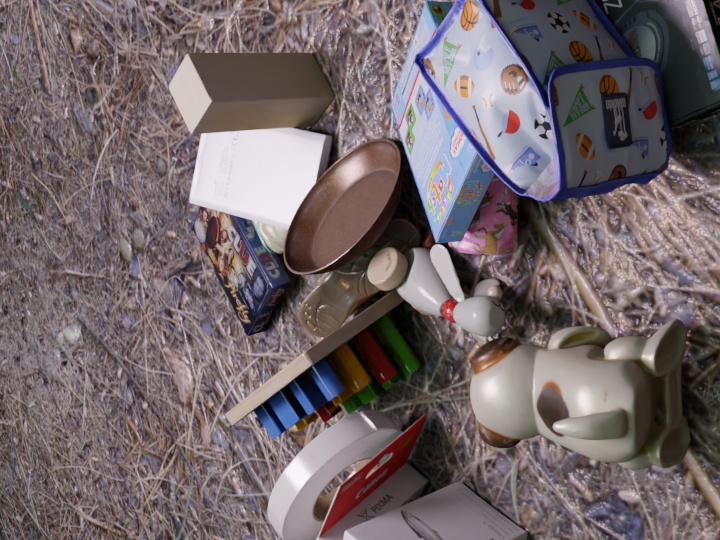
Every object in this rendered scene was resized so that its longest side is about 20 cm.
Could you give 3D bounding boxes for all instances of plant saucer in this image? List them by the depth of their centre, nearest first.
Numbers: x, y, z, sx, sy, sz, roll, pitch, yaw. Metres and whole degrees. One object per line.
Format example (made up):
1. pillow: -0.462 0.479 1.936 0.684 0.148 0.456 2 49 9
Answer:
1. plant saucer: -0.014 -0.071 1.238 0.199 0.037 0.202 -36 31 26

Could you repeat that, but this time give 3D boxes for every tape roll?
1. tape roll: -0.026 0.262 1.263 0.037 0.201 0.205 43 127 33

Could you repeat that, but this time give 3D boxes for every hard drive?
1. hard drive: -0.138 -0.136 1.375 0.197 0.025 0.134 16 97 27

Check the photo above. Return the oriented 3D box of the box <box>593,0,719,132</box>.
1. box: 0.264 -0.228 0.955 0.159 0.043 0.203 -20 83 48

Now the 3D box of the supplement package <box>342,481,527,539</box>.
1. supplement package: 0.079 0.347 1.162 0.116 0.198 0.119 32 120 38

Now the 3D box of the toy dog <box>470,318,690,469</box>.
1. toy dog: 0.203 0.132 0.997 0.198 0.193 0.142 3 112 41

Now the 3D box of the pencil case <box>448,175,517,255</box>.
1. pencil case: 0.137 -0.114 1.092 0.082 0.086 0.204 8 103 27

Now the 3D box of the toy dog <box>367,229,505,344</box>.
1. toy dog: 0.103 0.008 1.146 0.198 0.132 0.097 26 86 34

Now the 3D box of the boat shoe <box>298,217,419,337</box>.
1. boat shoe: 0.000 0.001 1.273 0.072 0.068 0.200 44 115 -3

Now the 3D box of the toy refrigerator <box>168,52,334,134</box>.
1. toy refrigerator: -0.137 -0.226 1.286 0.070 0.198 0.077 -45 66 42

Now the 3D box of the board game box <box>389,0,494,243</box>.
1. board game box: 0.087 -0.156 1.058 0.152 0.036 0.202 111 151 -51

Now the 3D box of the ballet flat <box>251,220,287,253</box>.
1. ballet flat: -0.144 -0.116 1.430 0.062 0.067 0.201 -40 73 23

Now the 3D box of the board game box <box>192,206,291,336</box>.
1. board game box: -0.178 -0.025 1.478 0.202 0.034 0.136 59 145 21

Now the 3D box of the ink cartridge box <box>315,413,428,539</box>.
1. ink cartridge box: 0.016 0.287 1.219 0.044 0.199 0.178 36 125 19

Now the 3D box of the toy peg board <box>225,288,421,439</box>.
1. toy peg board: -0.032 0.139 1.261 0.098 0.198 0.200 54 135 4

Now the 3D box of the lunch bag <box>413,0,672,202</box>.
1. lunch bag: 0.177 -0.157 0.910 0.202 0.168 0.124 61 140 20
